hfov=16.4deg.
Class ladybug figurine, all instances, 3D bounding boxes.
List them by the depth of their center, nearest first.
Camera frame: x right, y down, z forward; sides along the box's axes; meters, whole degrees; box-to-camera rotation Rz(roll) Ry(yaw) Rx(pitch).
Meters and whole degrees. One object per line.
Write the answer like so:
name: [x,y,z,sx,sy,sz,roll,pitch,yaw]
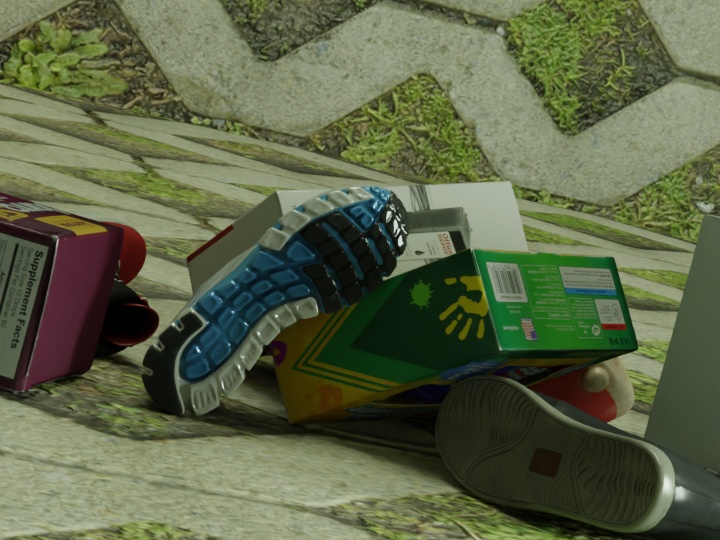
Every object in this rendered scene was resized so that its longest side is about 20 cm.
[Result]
ladybug figurine: [0.133,0.064,1.851,0.136,0.072,0.200,47,-4,-16]

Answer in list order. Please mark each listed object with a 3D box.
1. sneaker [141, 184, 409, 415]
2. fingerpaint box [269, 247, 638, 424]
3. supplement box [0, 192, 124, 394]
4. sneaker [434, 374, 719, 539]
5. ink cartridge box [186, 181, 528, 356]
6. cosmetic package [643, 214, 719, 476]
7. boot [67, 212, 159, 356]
sneaker: [-0.060,0.009,1.599,0.075,0.200,0.087,55,-2,-13]
fingerpaint box: [0.064,0.047,1.667,0.167,0.073,0.200,-21,-12,29]
supplement box: [-0.269,-0.003,1.565,0.200,0.103,0.131,16,6,11]
sneaker: [0.140,0.127,1.555,0.106,0.075,0.200,23,0,-44]
ink cartridge box: [0.000,0.000,1.776,0.200,0.083,0.147,-4,-17,-33]
cosmetic package: [0.304,0.084,1.622,0.200,0.200,0.123,10,9,-34]
boot: [-0.178,0.015,1.753,0.144,0.073,0.200,18,16,26]
